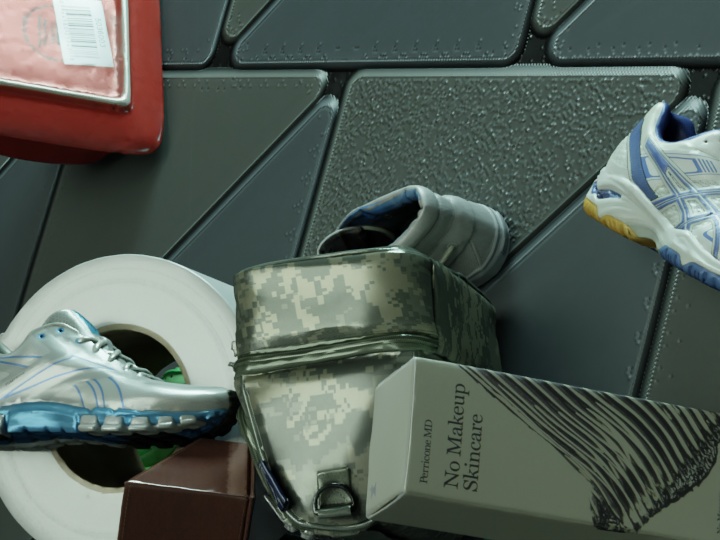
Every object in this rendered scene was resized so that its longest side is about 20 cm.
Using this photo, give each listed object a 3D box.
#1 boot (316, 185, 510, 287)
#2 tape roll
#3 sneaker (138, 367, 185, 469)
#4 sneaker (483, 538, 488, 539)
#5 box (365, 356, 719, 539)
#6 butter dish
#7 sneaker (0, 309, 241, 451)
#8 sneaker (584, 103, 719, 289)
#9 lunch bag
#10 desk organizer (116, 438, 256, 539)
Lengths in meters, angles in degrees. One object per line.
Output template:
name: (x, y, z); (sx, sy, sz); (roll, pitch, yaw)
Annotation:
boot: (0.000, 0.000, 1.337); (0.200, 0.095, 0.074); (-33, 51, 33)
tape roll: (-0.134, 0.099, 1.318); (0.201, 0.139, 0.204); (-3, 80, 18)
sneaker: (-0.129, 0.120, 1.446); (0.199, 0.074, 0.084); (-28, 52, 23)
sneaker: (0.072, 0.238, 1.163); (0.071, 0.080, 0.201); (-7, 68, 45)
box: (0.107, 0.109, 1.089); (0.068, 0.199, 0.083); (137, 140, -64)
butter dish: (-0.279, -0.163, 1.673); (0.148, 0.198, 0.201); (127, 144, -51)
sneaker: (-0.168, 0.067, 1.224); (0.199, 0.075, 0.087); (0, 75, 19)
sneaker: (0.210, -0.037, 1.132); (0.200, 0.075, 0.088); (36, 99, 48)
lunch bag: (0.007, 0.089, 1.206); (0.139, 0.200, 0.169); (-10, 73, 16)
desk organizer: (-0.115, 0.201, 1.199); (0.072, 0.076, 0.201); (-96, 15, -66)
